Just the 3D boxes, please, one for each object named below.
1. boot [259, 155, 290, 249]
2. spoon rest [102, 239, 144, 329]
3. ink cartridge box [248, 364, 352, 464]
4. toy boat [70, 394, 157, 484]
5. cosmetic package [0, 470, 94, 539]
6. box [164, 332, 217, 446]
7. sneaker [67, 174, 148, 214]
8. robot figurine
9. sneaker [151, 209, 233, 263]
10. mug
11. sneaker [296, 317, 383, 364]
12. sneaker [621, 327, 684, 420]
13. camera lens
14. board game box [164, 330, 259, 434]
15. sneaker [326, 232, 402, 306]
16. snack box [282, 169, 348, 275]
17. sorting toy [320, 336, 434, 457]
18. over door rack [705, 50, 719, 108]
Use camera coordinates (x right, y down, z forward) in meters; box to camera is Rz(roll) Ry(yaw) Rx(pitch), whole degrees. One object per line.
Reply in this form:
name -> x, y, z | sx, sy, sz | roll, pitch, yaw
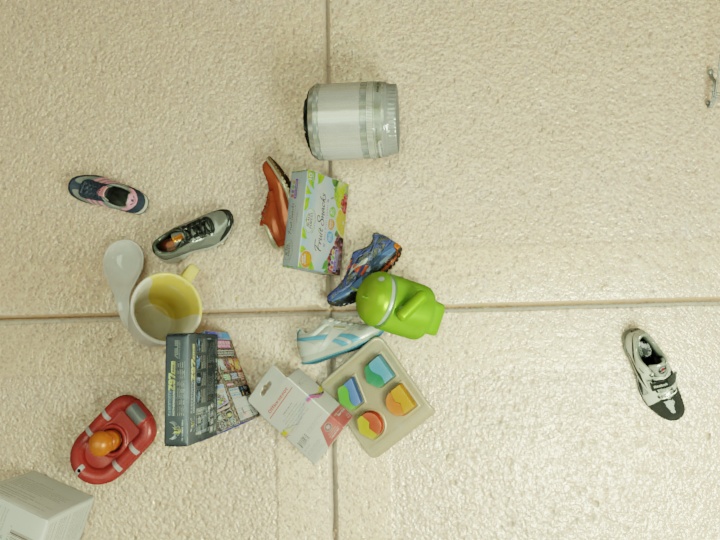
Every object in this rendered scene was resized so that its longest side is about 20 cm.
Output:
boot -> -0.190, -0.149, 1.569 | 0.106, 0.075, 0.203 | -24, 83, 9
spoon rest -> -0.527, 0.030, 1.596 | 0.097, 0.061, 0.204 | -11, 84, 5
ink cartridge box -> -0.129, 0.293, 1.503 | 0.199, 0.067, 0.117 | 40, 110, 8
toy boat -> -0.544, 0.369, 1.529 | 0.130, 0.131, 0.200 | 44, 90, 9
cosmetic package -> -0.703, 0.548, 1.495 | 0.164, 0.200, 0.170 | 19, 87, 8
box -> -0.318, 0.220, 1.343 | 0.050, 0.158, 0.204 | -2, 85, 7
sneaker -> -0.585, -0.181, 1.612 | 0.196, 0.082, 0.072 | 12, 86, 8
robot figurine -> 0.076, 0.073, 1.470 | 0.197, 0.175, 0.118 | 19, 93, -23
sneaker -> -0.372, -0.076, 1.579 | 0.198, 0.079, 0.075 | -27, 80, 2
mug -> -0.418, 0.091, 1.532 | 0.185, 0.153, 0.151 | -24, 87, -33
sneaker -> -0.043, 0.138, 1.521 | 0.196, 0.077, 0.082 | -18, 77, 2
sneaker -> 0.595, 0.213, 1.431 | 0.073, 0.089, 0.202 | -28, 83, 2
camera lens -> -0.017, -0.319, 1.519 | 0.196, 0.160, 0.163 | -1, 84, 7
board game box -> -0.309, 0.239, 1.499 | 0.095, 0.159, 0.203 | -23, 81, 4
sneaker -> 0.000, 0.000, 1.538 | 0.200, 0.075, 0.078 | -43, 69, -5
snack box -> -0.094, -0.099, 1.514 | 0.052, 0.141, 0.204 | 1, 84, 39
sorting toy -> 0.030, 0.270, 1.490 | 0.185, 0.036, 0.201 | -41, 82, 21
over door rack -> 0.808, -0.435, 1.470 | 0.145, 0.067, 0.204 | 6, 106, 7
